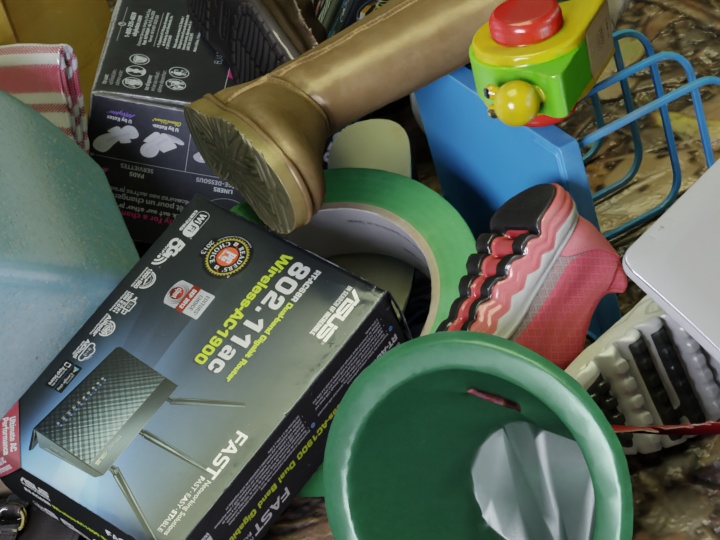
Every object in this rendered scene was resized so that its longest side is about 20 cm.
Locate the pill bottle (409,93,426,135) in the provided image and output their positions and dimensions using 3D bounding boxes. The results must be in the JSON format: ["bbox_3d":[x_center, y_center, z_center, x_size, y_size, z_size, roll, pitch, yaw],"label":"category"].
[{"bbox_3d":[0.078,-0.166,1.742,0.109,0.110,0.201,-15,32,11],"label":"pill bottle"}]

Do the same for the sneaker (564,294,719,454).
[{"bbox_3d":[0.180,0.037,1.420,0.199,0.076,0.081,-30,22,-25],"label":"sneaker"}]

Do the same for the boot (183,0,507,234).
[{"bbox_3d":[0.009,-0.110,1.468,0.199,0.067,0.175,-28,28,-11],"label":"boot"}]

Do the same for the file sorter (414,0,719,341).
[{"bbox_3d":[0.134,-0.072,1.540,0.122,0.140,0.200,-27,32,-15],"label":"file sorter"}]

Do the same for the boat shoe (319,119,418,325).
[{"bbox_3d":[0.003,0.000,1.584,0.073,0.063,0.202,0,49,11],"label":"boat shoe"}]

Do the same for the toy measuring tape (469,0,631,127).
[{"bbox_3d":[0.110,-0.137,1.460,0.073,0.074,0.200,-2,31,28],"label":"toy measuring tape"}]

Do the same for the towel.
[{"bbox_3d":[-0.231,-0.048,1.670,0.145,0.202,0.030,0,14,30],"label":"towel"}]

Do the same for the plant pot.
[{"bbox_3d":[-0.241,0.006,1.499,0.199,0.197,0.196,6,40,-32],"label":"plant pot"}]

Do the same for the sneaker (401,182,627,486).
[{"bbox_3d":[0.080,0.054,1.395,0.201,0.087,0.074,-56,21,-9],"label":"sneaker"}]

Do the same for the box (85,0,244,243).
[{"bbox_3d":[-0.113,-0.113,1.735,0.131,0.115,0.201,10,34,-2],"label":"box"}]

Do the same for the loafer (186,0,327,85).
[{"bbox_3d":[-0.050,-0.153,1.641,0.070,0.073,0.200,-6,39,-23],"label":"loafer"}]

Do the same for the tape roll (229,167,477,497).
[{"bbox_3d":[-0.019,0.034,1.494,0.199,0.048,0.202,-9,52,12],"label":"tape roll"}]

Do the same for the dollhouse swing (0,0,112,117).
[{"bbox_3d":[-0.259,-0.119,1.792,0.180,0.201,0.176,-19,22,5],"label":"dollhouse swing"}]

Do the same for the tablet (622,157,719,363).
[{"bbox_3d":[0.240,-0.014,1.391,0.200,0.130,0.014,-42,-8,-37],"label":"tablet"}]

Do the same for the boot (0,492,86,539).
[{"bbox_3d":[-0.232,0.185,1.438,0.173,0.070,0.201,-1,41,20],"label":"boot"}]

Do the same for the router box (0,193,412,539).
[{"bbox_3d":[-0.090,0.070,1.421,0.149,0.062,0.200,26,67,32],"label":"router box"}]

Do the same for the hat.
[{"bbox_3d":[0.105,0.111,1.359,0.199,0.167,0.176,25,17,23],"label":"hat"}]

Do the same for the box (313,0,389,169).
[{"bbox_3d":[0.006,-0.185,1.713,0.046,0.200,0.160,16,53,-9],"label":"box"}]
